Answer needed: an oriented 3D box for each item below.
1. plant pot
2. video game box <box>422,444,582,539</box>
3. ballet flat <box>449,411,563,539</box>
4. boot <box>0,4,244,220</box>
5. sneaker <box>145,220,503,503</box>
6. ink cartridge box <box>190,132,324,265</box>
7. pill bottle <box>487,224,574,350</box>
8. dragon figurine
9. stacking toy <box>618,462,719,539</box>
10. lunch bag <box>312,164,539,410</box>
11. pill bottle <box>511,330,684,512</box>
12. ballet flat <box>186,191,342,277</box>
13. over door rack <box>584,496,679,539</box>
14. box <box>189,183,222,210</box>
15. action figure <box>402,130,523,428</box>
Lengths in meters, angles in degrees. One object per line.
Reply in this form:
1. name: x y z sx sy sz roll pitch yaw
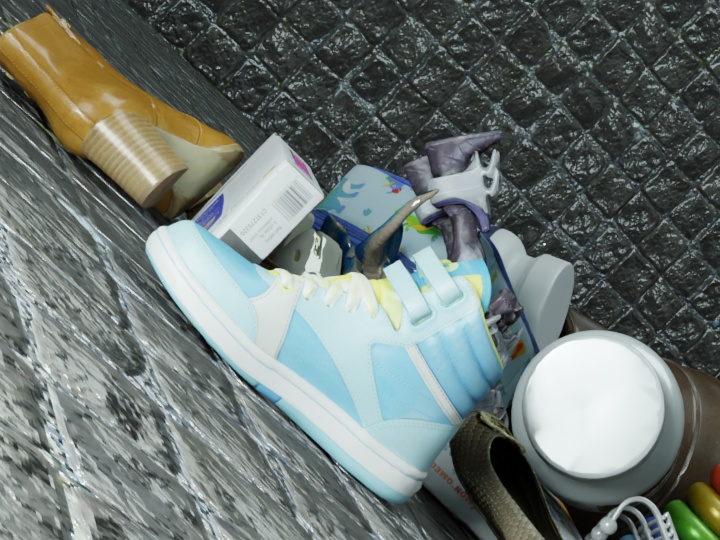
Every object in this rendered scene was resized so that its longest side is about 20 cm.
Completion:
1. plant pot: 0.199 0.136 1.623 0.198 0.201 0.200 33 9 -31
2. video game box: 0.076 0.135 1.252 0.182 0.047 0.200 47 3 -5
3. ballet flat: 0.097 0.142 1.076 0.067 0.046 0.200 32 21 -24
4. boot: -0.154 -0.106 1.182 0.144 0.071 0.201 48 9 5
5. sneaker: -0.008 0.015 0.974 0.200 0.131 0.080 43 5 -16
6. ink cartridge box: -0.070 -0.033 1.103 0.037 0.095 0.200 43 3 -11
7. pill bottle: 0.071 0.009 1.537 0.199 0.116 0.116 18 -6 20
8. dragon figurine: 0.000 0.000 1.231 0.058 0.201 0.100 6 40 -10
9. stacking toy: 0.244 0.185 1.312 0.085 0.200 0.085 43 3 -3
10. lunch bag: 0.045 0.022 1.378 0.160 0.082 0.201 31 -23 41
11. pill bottle: 0.159 0.100 1.222 0.114 0.114 0.200 45 -1 13
12. ballet flat: -0.052 -0.005 1.183 0.068 0.072 0.200 38 7 -35
13. over door rack: 0.205 0.246 1.176 0.201 0.066 0.148 59 -4 11
14. box: -0.101 -0.040 1.446 0.200 0.021 0.164 43 4 -21
15. action figure: 0.075 0.015 1.214 0.130 0.069 0.202 80 1 -83
